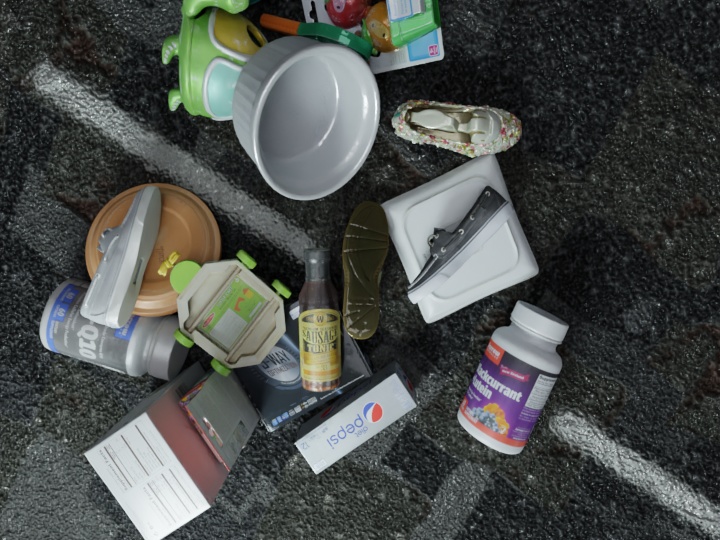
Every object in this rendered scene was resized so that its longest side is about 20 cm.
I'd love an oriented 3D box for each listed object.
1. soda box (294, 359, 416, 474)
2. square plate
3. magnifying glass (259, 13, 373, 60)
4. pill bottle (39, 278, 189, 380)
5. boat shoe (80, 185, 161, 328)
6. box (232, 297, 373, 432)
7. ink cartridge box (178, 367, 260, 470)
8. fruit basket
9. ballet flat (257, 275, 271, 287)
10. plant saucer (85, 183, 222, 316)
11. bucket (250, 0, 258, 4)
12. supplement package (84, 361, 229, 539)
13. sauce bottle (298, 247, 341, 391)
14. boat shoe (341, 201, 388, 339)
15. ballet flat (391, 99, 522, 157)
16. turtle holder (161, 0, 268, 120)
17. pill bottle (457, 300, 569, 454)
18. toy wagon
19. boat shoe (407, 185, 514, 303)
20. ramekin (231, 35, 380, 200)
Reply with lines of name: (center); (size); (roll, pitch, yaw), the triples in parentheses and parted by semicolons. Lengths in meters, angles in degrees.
soda box: (-0.006, 0.231, 0.843); (0.198, 0.068, 0.064); (-36, 94, 7)
square plate: (0.152, -0.046, 0.813); (0.194, 0.028, 0.205); (-24, 96, 6)
magnifying glass: (-0.066, -0.325, 0.732); (0.197, 0.079, 0.023); (31, 105, 30)
pill bottle: (-0.368, 0.094, 0.819); (0.194, 0.114, 0.117); (16, 100, 0)
boat shoe: (-0.333, -0.026, 0.740); (0.066, 0.072, 0.206); (13, 82, -4)
box: (-0.098, 0.137, 0.846); (0.196, 0.044, 0.163); (-28, 97, 6)
ink cartridge box: (-0.209, 0.213, 0.784); (0.050, 0.200, 0.111); (-32, 96, 7)
fruit basket: (0.009, -0.373, 0.737); (0.194, 0.094, 0.191); (-6, 107, 13)
ballet flat: (-0.237, 0.026, 0.835); (0.193, 0.046, 0.070); (7, 99, 2)
plant saucer: (-0.307, -0.036, 0.793); (0.194, 0.032, 0.207); (2, 75, -8)
bucket: (-0.184, -0.472, 0.711); (0.200, 0.135, 0.214); (1, 98, 4)
supplement package: (-0.276, 0.259, 0.795); (0.109, 0.200, 0.158); (-33, 96, 7)
sauce bottle: (-0.062, 0.071, 0.779); (0.064, 0.066, 0.207); (-3, 99, 3)
boat shoe: (0.001, 0.001, 0.809); (0.069, 0.066, 0.208); (5, 81, -10)
ballet flat: (0.142, -0.207, 0.770); (0.193, 0.064, 0.078); (4, 96, 2)
turtle holder: (-0.188, -0.301, 0.728); (0.128, 0.142, 0.190); (9, 116, -7)
pill bottle: (0.232, 0.156, 0.798); (0.109, 0.112, 0.205); (22, 99, -1)
toy wagon: (-0.201, 0.046, 0.770); (0.199, 0.039, 0.156); (41, 85, -17)
boat shoe: (0.132, -0.041, 0.768); (0.200, 0.070, 0.066); (-44, 87, 8)
ramekin: (-0.076, -0.210, 0.719); (0.098, 0.199, 0.203); (41, 101, 39)
